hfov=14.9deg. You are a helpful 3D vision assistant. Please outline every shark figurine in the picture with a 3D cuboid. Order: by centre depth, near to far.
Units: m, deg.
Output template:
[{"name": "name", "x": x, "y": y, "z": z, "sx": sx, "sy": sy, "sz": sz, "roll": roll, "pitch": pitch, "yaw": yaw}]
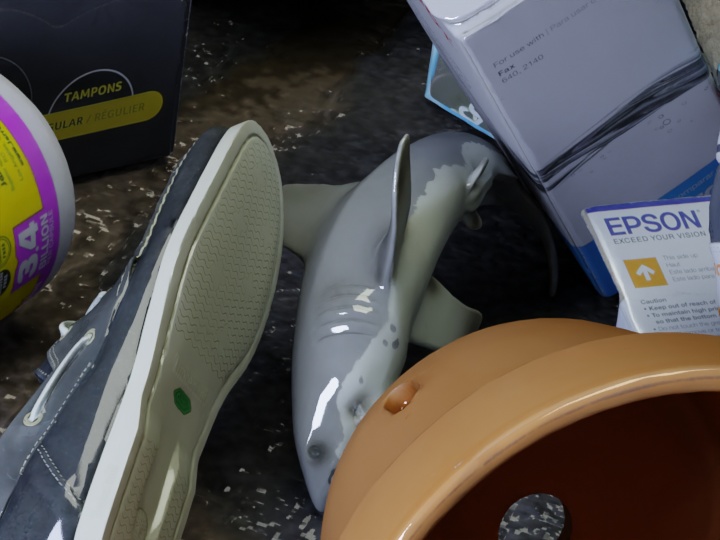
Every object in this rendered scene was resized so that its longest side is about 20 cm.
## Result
[{"name": "shark figurine", "x": 0.007, "y": -0.020, "z": 1.033, "sx": 0.089, "sy": 0.128, "sz": 0.214, "roll": 9, "pitch": 30, "yaw": 21}]

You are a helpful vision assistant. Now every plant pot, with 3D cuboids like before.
[{"name": "plant pot", "x": 0.069, "y": 0.101, "z": 0.816, "sx": 0.200, "sy": 0.200, "sz": 0.140, "roll": -1, "pitch": 17, "yaw": -16}]

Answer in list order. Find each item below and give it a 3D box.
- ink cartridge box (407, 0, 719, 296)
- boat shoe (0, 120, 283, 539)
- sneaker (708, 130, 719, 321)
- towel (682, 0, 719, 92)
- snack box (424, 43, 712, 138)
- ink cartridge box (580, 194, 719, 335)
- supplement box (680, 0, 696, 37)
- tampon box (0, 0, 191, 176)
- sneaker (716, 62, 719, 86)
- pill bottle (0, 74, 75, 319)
[{"name": "ink cartridge box", "x": 0.068, "y": -0.104, "z": 1.077, "sx": 0.086, "sy": 0.200, "sz": 0.147, "roll": -32, "pitch": 55, "yaw": 1}, {"name": "boat shoe", "x": -0.080, "y": 0.027, "z": 0.940, "sx": 0.068, "sy": 0.072, "sz": 0.200, "roll": 5, "pitch": 55, "yaw": 26}, {"name": "sneaker", "x": 0.206, "y": 0.003, "z": 0.973, "sx": 0.200, "sy": 0.080, "sz": 0.078, "roll": 12, "pitch": -4, "yaw": -24}, {"name": "towel", "x": 0.185, "y": -0.142, "z": 1.136, "sx": 0.034, "sy": 0.132, "sz": 0.200, "roll": 14, "pitch": 47, "yaw": -44}, {"name": "snack box", "x": 0.139, "y": -0.063, "z": 1.207, "sx": 0.200, "sy": 0.037, "sz": 0.116, "roll": 33, "pitch": 40, "yaw": 32}, {"name": "ink cartridge box", "x": 0.196, "y": 0.055, "z": 1.000, "sx": 0.196, "sy": 0.043, "sz": 0.200, "roll": -5, "pitch": 49, "yaw": -20}, {"name": "supplement box", "x": 0.209, "y": -0.206, "z": 1.322, "sx": 0.200, "sy": 0.134, "sz": 0.200, "roll": 5, "pitch": 30, "yaw": -32}, {"name": "tampon box", "x": -0.183, "y": -0.133, "z": 1.146, "sx": 0.150, "sy": 0.126, "sz": 0.200, "roll": -15, "pitch": 41, "yaw": -32}, {"name": "sneaker", "x": 0.238, "y": -0.081, "z": 1.020, "sx": 0.200, "sy": 0.096, "sz": 0.079, "roll": 16, "pitch": 10, "yaw": 9}, {"name": "pill bottle", "x": -0.194, "y": 0.003, "z": 0.956, "sx": 0.104, "sy": 0.104, "sz": 0.200, "roll": 24, "pitch": 36, "yaw": 21}]
